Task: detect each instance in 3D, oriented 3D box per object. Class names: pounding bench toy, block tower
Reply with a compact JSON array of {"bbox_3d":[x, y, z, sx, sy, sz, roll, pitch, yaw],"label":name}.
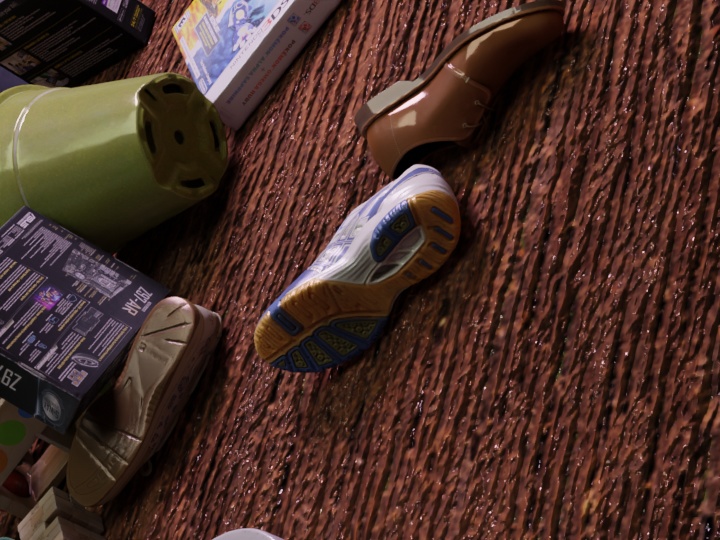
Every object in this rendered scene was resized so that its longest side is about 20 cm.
[{"bbox_3d":[-0.330,0.117,1.728,0.156,0.124,0.200,-51,31,12],"label":"pounding bench toy"},{"bbox_3d":[-0.240,0.268,1.529,0.058,0.054,0.200,-48,32,17],"label":"block tower"}]

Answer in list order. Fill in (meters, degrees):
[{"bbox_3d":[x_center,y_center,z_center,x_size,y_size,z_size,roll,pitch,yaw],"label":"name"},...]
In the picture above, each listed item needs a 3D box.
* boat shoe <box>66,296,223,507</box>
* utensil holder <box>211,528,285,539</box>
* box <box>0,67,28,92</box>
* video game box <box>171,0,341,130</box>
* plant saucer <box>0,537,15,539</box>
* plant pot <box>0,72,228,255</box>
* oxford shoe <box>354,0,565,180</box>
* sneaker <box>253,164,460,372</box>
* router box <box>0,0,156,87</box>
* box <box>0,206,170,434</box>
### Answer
[{"bbox_3d":[-0.182,0.119,1.587,0.073,0.063,0.200,37,98,34],"label":"boat shoe"},{"bbox_3d":[-0.016,0.259,1.068,0.170,0.200,0.170,-36,36,32],"label":"utensil holder"},{"bbox_3d":[-0.513,-0.237,2.292,0.200,0.148,0.105,-9,55,53],"label":"box"},{"bbox_3d":[-0.102,-0.257,1.814,0.182,0.047,0.200,-48,32,13],"label":"video game box"},{"bbox_3d":[-0.347,0.338,1.650,0.200,0.027,0.200,-36,38,34],"label":"plant saucer"},{"bbox_3d":[-0.233,-0.106,1.744,0.190,0.200,0.200,-16,49,37],"label":"plant pot"},{"bbox_3d":[0.087,-0.138,1.430,0.200,0.071,0.071,-36,66,30],"label":"oxford shoe"},{"bbox_3d":[0.000,0.000,1.422,0.200,0.075,0.088,-39,23,18],"label":"sneaker"},{"bbox_3d":[-0.351,-0.281,2.095,0.200,0.149,0.051,-20,48,46],"label":"router box"},{"bbox_3d":[-0.279,0.038,1.623,0.044,0.160,0.200,-61,-1,33],"label":"box"}]
